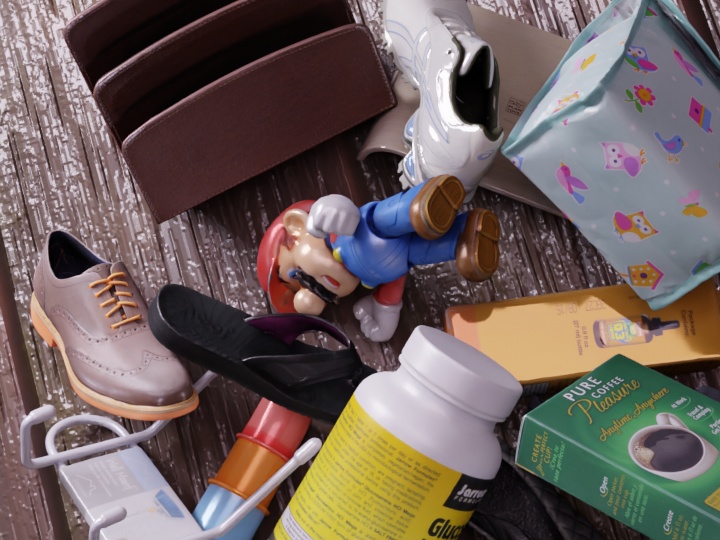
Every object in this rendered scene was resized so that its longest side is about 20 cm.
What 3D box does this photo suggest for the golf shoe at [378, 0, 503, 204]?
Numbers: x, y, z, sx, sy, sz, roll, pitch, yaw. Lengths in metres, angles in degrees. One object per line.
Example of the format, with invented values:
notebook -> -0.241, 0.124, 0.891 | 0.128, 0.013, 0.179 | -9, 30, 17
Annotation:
golf shoe -> 0.070, -0.151, 1.299 | 0.078, 0.097, 0.200 | 4, 64, -27

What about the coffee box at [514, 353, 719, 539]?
coffee box -> 0.215, 0.131, 1.192 | 0.200, 0.044, 0.123 | 26, 35, 29

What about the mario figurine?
mario figurine -> 0.000, 0.000, 1.290 | 0.106, 0.200, 0.124 | -29, 100, -44

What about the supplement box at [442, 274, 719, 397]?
supplement box -> 0.162, 0.051, 1.321 | 0.199, 0.069, 0.067 | -8, 75, 2

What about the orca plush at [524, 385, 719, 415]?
orca plush -> 0.214, 0.142, 1.294 | 0.200, 0.071, 0.105 | -3, 67, 23

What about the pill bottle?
pill bottle -> 0.025, 0.144, 1.245 | 0.112, 0.112, 0.200 | 32, 100, 10

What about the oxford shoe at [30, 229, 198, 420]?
oxford shoe -> -0.179, 0.039, 1.284 | 0.071, 0.073, 0.200 | -18, 37, -33

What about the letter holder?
letter holder -> -0.097, -0.153, 1.331 | 0.200, 0.142, 0.101 | -27, 40, -5

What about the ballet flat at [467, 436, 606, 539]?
ballet flat -> 0.102, 0.164, 1.288 | 0.200, 0.057, 0.067 | 36, 94, 19

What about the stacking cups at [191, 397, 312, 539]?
stacking cups -> -0.097, 0.181, 1.306 | 0.060, 0.061, 0.200 | 27, 72, 9

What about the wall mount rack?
wall mount rack -> -0.134, 0.134, 1.275 | 0.173, 0.075, 0.200 | -15, 42, -29

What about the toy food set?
toy food set -> 0.114, -0.109, 1.377 | 0.200, 0.060, 0.144 | 21, 65, 6

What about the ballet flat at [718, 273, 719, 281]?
ballet flat -> 0.343, 0.029, 1.318 | 0.200, 0.073, 0.073 | 36, 79, 11

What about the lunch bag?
lunch bag -> 0.216, -0.101, 1.293 | 0.170, 0.122, 0.200 | 46, 42, -11

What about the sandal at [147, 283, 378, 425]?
sandal -> -0.053, 0.057, 1.284 | 0.200, 0.048, 0.075 | 23, 33, -27
